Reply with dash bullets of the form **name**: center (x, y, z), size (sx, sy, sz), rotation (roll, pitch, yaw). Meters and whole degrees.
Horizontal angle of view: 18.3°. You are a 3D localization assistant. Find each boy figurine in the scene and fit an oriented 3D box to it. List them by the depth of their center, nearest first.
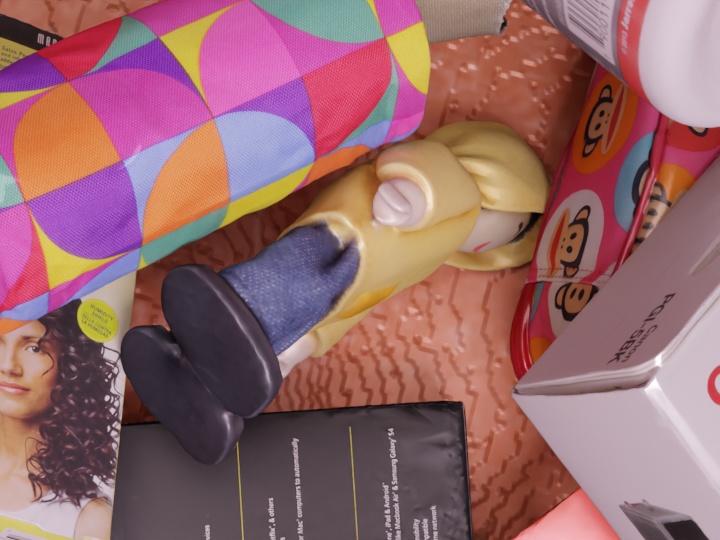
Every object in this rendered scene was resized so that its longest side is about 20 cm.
- **boy figurine**: center (0.000, 0.000, 0.829), size (0.199, 0.124, 0.065), rotation (-28, 74, -45)

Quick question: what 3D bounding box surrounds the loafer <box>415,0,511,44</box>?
- **loafer**: center (0.028, -0.117, 0.868), size (0.199, 0.076, 0.068), rotation (-34, 79, -8)

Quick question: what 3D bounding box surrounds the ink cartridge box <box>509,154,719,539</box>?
- **ink cartridge box**: center (0.168, 0.065, 0.758), size (0.147, 0.083, 0.200), rotation (-45, 107, -25)

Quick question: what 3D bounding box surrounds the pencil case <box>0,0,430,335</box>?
- **pencil case**: center (-0.070, -0.049, 0.762), size (0.199, 0.088, 0.089), rotation (-27, 84, -25)

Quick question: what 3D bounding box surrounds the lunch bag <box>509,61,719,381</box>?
- **lunch bag**: center (0.163, -0.016, 0.848), size (0.175, 0.082, 0.201), rotation (22, 81, -19)

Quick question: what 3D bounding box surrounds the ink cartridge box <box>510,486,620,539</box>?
- **ink cartridge box**: center (0.036, 0.174, 0.783), size (0.199, 0.050, 0.109), rotation (-37, 91, -2)

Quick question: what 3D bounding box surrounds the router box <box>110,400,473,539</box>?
- **router box**: center (-0.028, 0.153, 0.838), size (0.148, 0.051, 0.202), rotation (-3, 84, -4)

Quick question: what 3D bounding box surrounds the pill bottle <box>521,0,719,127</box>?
- **pill bottle**: center (0.079, -0.148, 0.767), size (0.116, 0.116, 0.200), rotation (-41, 58, -7)

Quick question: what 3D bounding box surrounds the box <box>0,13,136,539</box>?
- **box**: center (-0.122, 0.008, 0.808), size (0.075, 0.050, 0.201), rotation (18, 55, -26)
